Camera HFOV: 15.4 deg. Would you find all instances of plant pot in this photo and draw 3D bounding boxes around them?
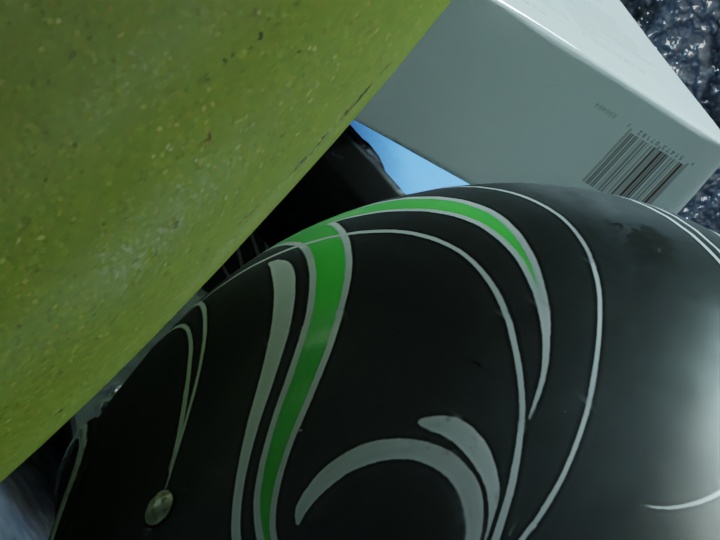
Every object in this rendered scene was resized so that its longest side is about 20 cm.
[{"bbox_3d":[-0.062,-0.070,0.491,0.188,0.199,0.187,57,2,-4],"label":"plant pot"}]

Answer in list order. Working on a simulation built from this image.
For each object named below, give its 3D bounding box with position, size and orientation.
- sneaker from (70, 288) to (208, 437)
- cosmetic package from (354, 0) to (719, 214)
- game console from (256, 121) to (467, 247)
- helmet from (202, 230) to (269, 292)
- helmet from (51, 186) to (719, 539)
[{"bbox_3d":[-0.037,0.075,0.787,0.082,0.074,0.201,41,-19,56],"label":"sneaker"},{"bbox_3d":[-0.007,-0.096,0.713,0.200,0.052,0.151,27,25,-38],"label":"cosmetic package"},{"bbox_3d":[0.004,-0.064,0.773,0.200,0.116,0.176,48,-11,19],"label":"game console"},{"bbox_3d":[0.000,0.000,0.915,0.200,0.199,0.191,56,28,-20],"label":"helmet"},{"bbox_3d":[0.026,0.075,0.581,0.200,0.199,0.191,56,20,-24],"label":"helmet"}]
